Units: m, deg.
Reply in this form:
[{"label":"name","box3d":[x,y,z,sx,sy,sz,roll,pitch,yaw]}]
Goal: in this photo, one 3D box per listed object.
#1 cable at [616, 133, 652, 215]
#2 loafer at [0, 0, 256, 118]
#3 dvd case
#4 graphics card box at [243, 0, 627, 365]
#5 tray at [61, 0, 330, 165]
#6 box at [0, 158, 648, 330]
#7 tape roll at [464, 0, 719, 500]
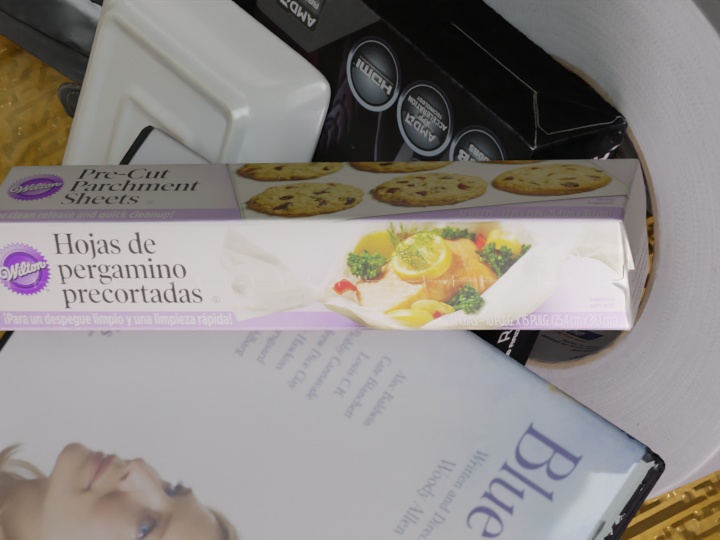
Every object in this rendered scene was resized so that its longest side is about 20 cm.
[{"label":"cable","box3d":[0.178,-0.085,1.029,0.200,0.069,0.200,26,88,10]},{"label":"loafer","box3d":[-0.079,-0.081,1.076,0.200,0.073,0.072,44,120,6]},{"label":"dvd case","box3d":[-0.027,0.064,0.922,0.200,0.018,0.143,33,86,18]},{"label":"graphics card box","box3d":[0.000,0.000,0.987,0.125,0.051,0.200,44,128,29]},{"label":"tray","box3d":[-0.075,-0.005,1.012,0.107,0.022,0.200,39,127,32]},{"label":"box","box3d":[-0.014,-0.007,0.898,0.200,0.041,0.039,0,118,15]},{"label":"tape roll","box3d":[0.077,-0.026,0.982,0.200,0.066,0.201,16,113,42]}]
